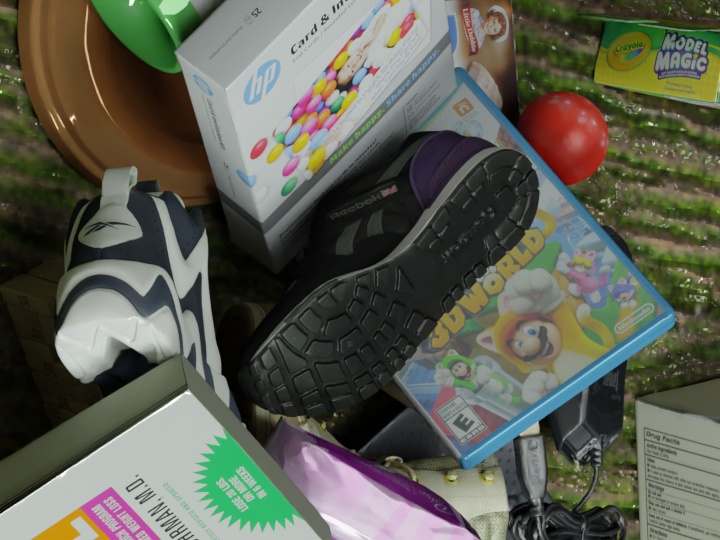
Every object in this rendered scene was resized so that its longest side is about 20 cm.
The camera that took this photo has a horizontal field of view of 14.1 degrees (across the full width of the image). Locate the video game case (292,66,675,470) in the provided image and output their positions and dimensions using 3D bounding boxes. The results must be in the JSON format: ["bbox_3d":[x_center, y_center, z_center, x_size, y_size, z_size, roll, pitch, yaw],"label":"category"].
[{"bbox_3d":[0.056,-0.005,1.592,0.143,0.200,0.018,-34,153,-10],"label":"video game case"}]

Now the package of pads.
[{"bbox_3d":[-0.038,0.187,1.521,0.120,0.076,0.200,30,94,-13],"label":"package of pads"}]

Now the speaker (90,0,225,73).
[{"bbox_3d":[-0.049,-0.193,1.510,0.200,0.088,0.089,-45,119,-21],"label":"speaker"}]

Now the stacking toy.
[{"bbox_3d":[0.074,-0.017,1.646,0.200,0.085,0.085,-51,122,-12],"label":"stacking toy"}]

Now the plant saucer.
[{"bbox_3d":[-0.089,-0.132,1.568,0.200,0.037,0.201,-6,100,-34],"label":"plant saucer"}]

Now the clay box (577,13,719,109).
[{"bbox_3d":[0.233,-0.118,1.746,0.200,0.115,0.048,6,95,-35],"label":"clay box"}]

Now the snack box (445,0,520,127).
[{"bbox_3d":[0.060,-0.060,1.689,0.072,0.024,0.200,-12,105,-30],"label":"snack box"}]

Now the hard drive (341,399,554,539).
[{"bbox_3d":[0.013,0.159,1.683,0.200,0.042,0.135,-44,119,-20],"label":"hard drive"}]

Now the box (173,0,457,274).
[{"bbox_3d":[-0.019,-0.106,1.531,0.156,0.041,0.200,-46,156,-17],"label":"box"}]

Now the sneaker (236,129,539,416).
[{"bbox_3d":[0.000,0.000,1.553,0.200,0.088,0.076,-40,129,-22],"label":"sneaker"}]

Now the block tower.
[{"bbox_3d":[-0.128,0.091,1.566,0.054,0.058,0.200,-29,114,-28],"label":"block tower"}]

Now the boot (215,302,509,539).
[{"bbox_3d":[0.000,0.108,1.602,0.154,0.072,0.200,-9,97,-21],"label":"boot"}]

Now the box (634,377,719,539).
[{"bbox_3d":[0.251,0.175,1.799,0.109,0.128,0.200,-10,104,-33],"label":"box"}]

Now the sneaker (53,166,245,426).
[{"bbox_3d":[-0.104,0.024,1.492,0.199,0.079,0.130,60,27,-52],"label":"sneaker"}]

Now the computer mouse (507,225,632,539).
[{"bbox_3d":[0.114,0.072,1.709,0.140,0.046,0.200,3,89,-62],"label":"computer mouse"}]

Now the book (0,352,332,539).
[{"bbox_3d":[-0.131,0.143,1.440,0.200,0.048,0.134,-33,122,10],"label":"book"}]
